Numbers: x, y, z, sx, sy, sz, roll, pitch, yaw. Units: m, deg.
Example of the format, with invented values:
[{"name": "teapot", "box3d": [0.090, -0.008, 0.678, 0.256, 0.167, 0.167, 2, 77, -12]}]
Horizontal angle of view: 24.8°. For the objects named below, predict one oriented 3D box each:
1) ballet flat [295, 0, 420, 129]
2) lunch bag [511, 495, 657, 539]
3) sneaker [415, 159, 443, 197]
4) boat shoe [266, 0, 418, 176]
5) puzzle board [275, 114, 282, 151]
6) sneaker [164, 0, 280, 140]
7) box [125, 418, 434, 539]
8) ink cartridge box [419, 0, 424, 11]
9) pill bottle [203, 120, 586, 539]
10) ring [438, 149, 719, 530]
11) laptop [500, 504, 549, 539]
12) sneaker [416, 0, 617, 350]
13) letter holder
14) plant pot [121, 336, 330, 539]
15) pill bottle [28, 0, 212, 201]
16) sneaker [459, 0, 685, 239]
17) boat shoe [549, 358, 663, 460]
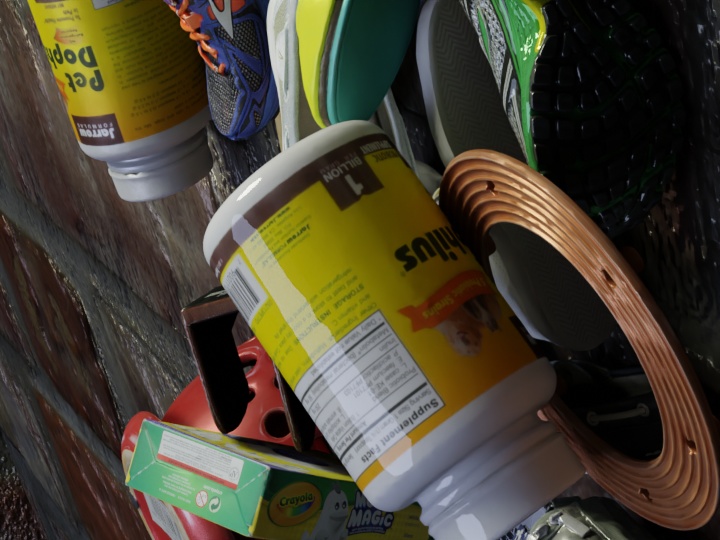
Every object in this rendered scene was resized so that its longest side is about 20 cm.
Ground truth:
[{"name": "ballet flat", "box3d": [0.002, -0.170, 0.803, 0.067, 0.066, 0.202, 33, 118, 32]}, {"name": "lunch bag", "box3d": [0.161, 0.236, 0.890, 0.200, 0.138, 0.170, 35, 128, 47]}, {"name": "sneaker", "box3d": [0.038, 0.029, 1.003, 0.076, 0.080, 0.202, 35, 143, 53]}, {"name": "boat shoe", "box3d": [-0.008, -0.065, 0.868, 0.065, 0.073, 0.205, 163, 98, -86]}, {"name": "puzzle board", "box3d": [-0.019, -0.110, 1.063, 0.150, 0.017, 0.202, 40, 149, 44]}, {"name": "sneaker", "box3d": [-0.091, -0.166, 0.933, 0.075, 0.078, 0.202, 32, 138, 51]}, {"name": "box", "box3d": [-0.038, 0.141, 1.038, 0.116, 0.199, 0.049, 14, 86, 39]}, {"name": "ink cartridge box", "box3d": [-0.037, -0.204, 0.934, 0.201, 0.040, 0.200, 57, 153, 20]}, {"name": "pill bottle", "box3d": [0.019, 0.036, 0.780, 0.201, 0.109, 0.109, 55, 157, 10]}, {"name": "ring", "box3d": [0.102, 0.030, 0.754, 0.201, 0.019, 0.201, 51, 163, 21]}, {"name": "laptop", "box3d": [0.082, 0.243, 1.094, 0.188, 0.115, 0.201, 49, 154, 32]}, {"name": "sneaker", "box3d": [0.058, -0.052, 0.872, 0.115, 0.073, 0.202, 7, 122, 62]}, {"name": "letter holder", "box3d": [-0.043, 0.073, 1.089, 0.200, 0.099, 0.144, -79, -26, -87]}, {"name": "plant pot", "box3d": [-0.077, 0.164, 1.290, 0.201, 0.181, 0.202, 50, 157, 30]}, {"name": "pill bottle", "box3d": [-0.176, -0.159, 1.220, 0.109, 0.108, 0.202, 26, 138, 57]}, {"name": "sneaker", "box3d": [0.090, -0.110, 0.750, 0.085, 0.077, 0.203, -155, 49, -72]}, {"name": "boat shoe", "box3d": [0.119, 0.076, 0.886, 0.199, 0.075, 0.061, -3, 114, 54]}]
